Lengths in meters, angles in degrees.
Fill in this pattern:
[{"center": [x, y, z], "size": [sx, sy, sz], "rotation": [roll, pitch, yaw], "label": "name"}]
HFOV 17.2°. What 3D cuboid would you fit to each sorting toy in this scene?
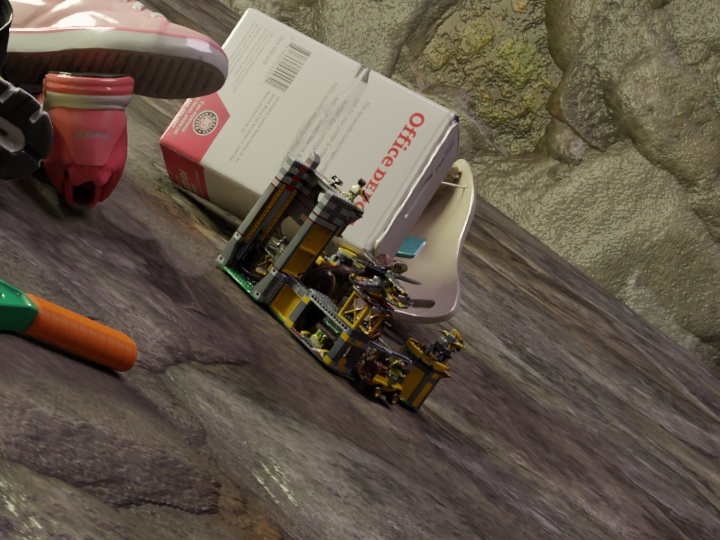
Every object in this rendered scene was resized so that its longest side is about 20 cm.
[{"center": [0.005, -0.024, 2.006], "size": [0.200, 0.107, 0.180], "rotation": [11, 34, -24], "label": "sorting toy"}]

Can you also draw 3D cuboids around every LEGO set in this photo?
[{"center": [0.000, 0.000, 1.762], "size": [0.154, 0.116, 0.200], "rotation": [28, 12, -42], "label": "LEGO set"}]

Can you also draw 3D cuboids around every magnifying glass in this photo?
[{"center": [-0.195, 0.017, 1.260], "size": [0.200, 0.022, 0.080], "rotation": [24, 14, -46], "label": "magnifying glass"}]

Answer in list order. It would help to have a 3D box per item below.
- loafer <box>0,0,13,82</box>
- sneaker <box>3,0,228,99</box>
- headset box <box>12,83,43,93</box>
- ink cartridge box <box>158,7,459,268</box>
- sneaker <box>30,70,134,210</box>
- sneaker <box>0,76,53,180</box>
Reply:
[{"center": [-0.262, -0.156, 1.590], "size": [0.201, 0.070, 0.068], "rotation": [65, 3, -58], "label": "loafer"}, {"center": [-0.175, -0.182, 1.663], "size": [0.200, 0.105, 0.075], "rotation": [6, -23, 25], "label": "sneaker"}, {"center": [-0.324, -0.215, 1.808], "size": [0.200, 0.075, 0.149], "rotation": [39, 10, 23], "label": "headset box"}, {"center": [-0.038, -0.098, 1.920], "size": [0.200, 0.146, 0.085], "rotation": [28, -18, 14], "label": "ink cartridge box"}, {"center": [-0.200, -0.083, 1.647], "size": [0.074, 0.087, 0.200], "rotation": [2, -6, -10], "label": "sneaker"}, {"center": [-0.290, -0.125, 1.507], "size": [0.200, 0.078, 0.090], "rotation": [38, -2, -17], "label": "sneaker"}]
